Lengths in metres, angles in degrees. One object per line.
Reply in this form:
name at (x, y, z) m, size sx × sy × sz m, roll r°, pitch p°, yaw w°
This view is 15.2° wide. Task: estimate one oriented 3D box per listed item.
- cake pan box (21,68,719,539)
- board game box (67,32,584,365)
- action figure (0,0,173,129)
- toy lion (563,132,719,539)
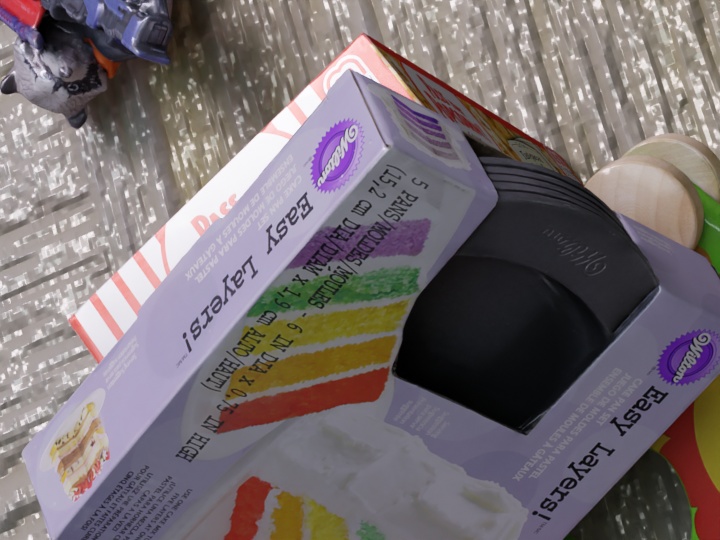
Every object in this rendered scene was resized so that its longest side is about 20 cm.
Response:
cake pan box at (0.013, 0.041, 0.942) m, size 0.200 × 0.184 × 0.052 m, roll -48°, pitch 41°, yaw 20°
board game box at (0.000, 0.000, 1.026) m, size 0.151 × 0.200 × 0.046 m, roll -43°, pitch 67°, yaw 11°
action figure at (-0.083, -0.141, 1.148) m, size 0.194 × 0.104 × 0.200 m, roll -53°, pitch 40°, yaw 12°
toy lion at (0.140, 0.059, 1.021) m, size 0.191 × 0.069 × 0.201 m, roll 39°, pitch 111°, yaw 9°
